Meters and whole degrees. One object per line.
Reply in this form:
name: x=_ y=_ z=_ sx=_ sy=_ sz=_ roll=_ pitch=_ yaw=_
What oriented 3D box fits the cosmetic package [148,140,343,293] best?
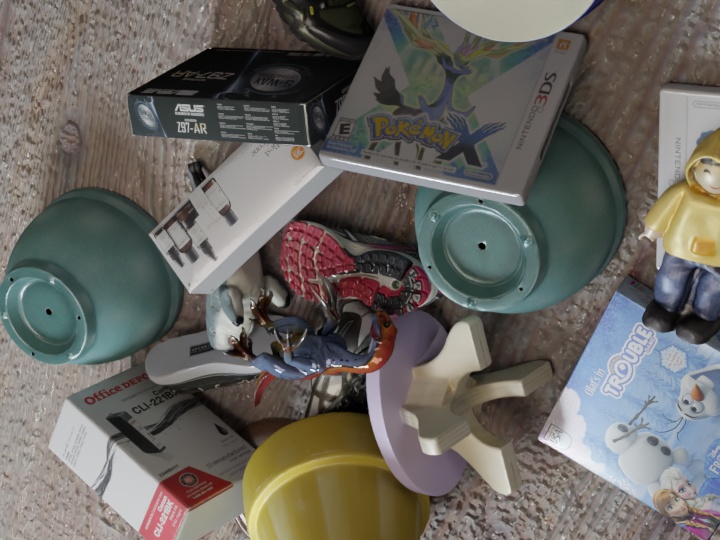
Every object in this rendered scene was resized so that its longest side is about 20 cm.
cosmetic package: x=-0.118 y=-0.069 z=1.640 sx=0.200 sy=0.051 sz=0.083 roll=-42 pitch=75 yaw=18

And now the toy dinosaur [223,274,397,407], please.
toy dinosaur: x=-0.039 y=0.076 z=1.629 sx=0.181 sy=0.105 sz=0.200 roll=20 pitch=150 yaw=27

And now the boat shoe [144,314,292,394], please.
boat shoe: x=-0.143 y=0.097 z=1.782 sx=0.200 sy=0.069 sz=0.057 roll=-10 pitch=144 yaw=24

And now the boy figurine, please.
boy figurine: x=0.314 y=-0.032 z=1.438 sx=0.124 sy=0.064 sz=0.200 roll=23 pitch=126 yaw=20

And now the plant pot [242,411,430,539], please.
plant pot: x=-0.017 y=0.282 z=1.675 sx=0.201 sy=0.189 sz=0.201 roll=-5 pitch=130 yaw=-6

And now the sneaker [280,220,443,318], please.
sneaker: x=0.000 y=0.000 z=1.649 sx=0.200 sy=0.075 sz=0.081 roll=20 pitch=109 yaw=34

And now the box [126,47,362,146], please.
box: x=-0.101 y=-0.171 z=1.561 sx=0.200 sy=0.160 sz=0.044 roll=6 pitch=116 yaw=27

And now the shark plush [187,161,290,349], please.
shark plush: x=-0.158 y=-0.013 z=1.718 sx=0.083 sy=0.091 sz=0.200 roll=-12 pitch=108 yaw=40

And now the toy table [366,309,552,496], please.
toy table: x=0.095 y=0.135 z=1.612 sx=0.117 sy=0.184 sz=0.200 roll=1 pitch=124 yaw=46

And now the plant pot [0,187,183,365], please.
plant pot: x=-0.317 y=0.025 z=1.791 sx=0.200 sy=0.134 sz=0.200 roll=12 pitch=119 yaw=23

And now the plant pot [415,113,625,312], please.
plant pot: x=0.133 y=-0.041 z=1.509 sx=0.200 sy=0.134 sz=0.200 roll=12 pitch=119 yaw=22

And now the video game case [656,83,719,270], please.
video game case: x=0.366 y=-0.071 z=1.442 sx=0.200 sy=0.024 sz=0.182 roll=9 pitch=118 yaw=24

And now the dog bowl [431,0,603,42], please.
dog bowl: x=0.141 y=-0.305 z=1.414 sx=0.200 sy=0.079 sz=0.200 roll=12 pitch=119 yaw=23

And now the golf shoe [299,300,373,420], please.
golf shoe: x=-0.021 y=0.109 z=1.722 sx=0.200 sy=0.078 sz=0.095 roll=-52 pitch=59 yaw=41

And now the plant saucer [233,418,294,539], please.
plant saucer: x=-0.080 y=0.264 z=1.845 sx=0.200 sy=0.032 sz=0.200 roll=12 pitch=118 yaw=24

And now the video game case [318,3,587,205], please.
video game case: x=0.085 y=-0.156 z=1.469 sx=0.200 sy=0.182 sz=0.022 roll=13 pitch=154 yaw=23

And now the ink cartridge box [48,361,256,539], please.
ink cartridge box: x=-0.227 y=0.206 z=1.804 sx=0.200 sy=0.144 sz=0.084 roll=37 pitch=124 yaw=21

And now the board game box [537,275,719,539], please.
board game box: x=0.300 y=0.137 z=1.568 sx=0.199 sy=0.043 sz=0.200 roll=31 pitch=125 yaw=13

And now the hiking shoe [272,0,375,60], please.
hiking shoe: x=-0.042 y=-0.292 z=1.521 sx=0.101 sy=0.076 sz=0.200 roll=-36 pitch=93 yaw=39
